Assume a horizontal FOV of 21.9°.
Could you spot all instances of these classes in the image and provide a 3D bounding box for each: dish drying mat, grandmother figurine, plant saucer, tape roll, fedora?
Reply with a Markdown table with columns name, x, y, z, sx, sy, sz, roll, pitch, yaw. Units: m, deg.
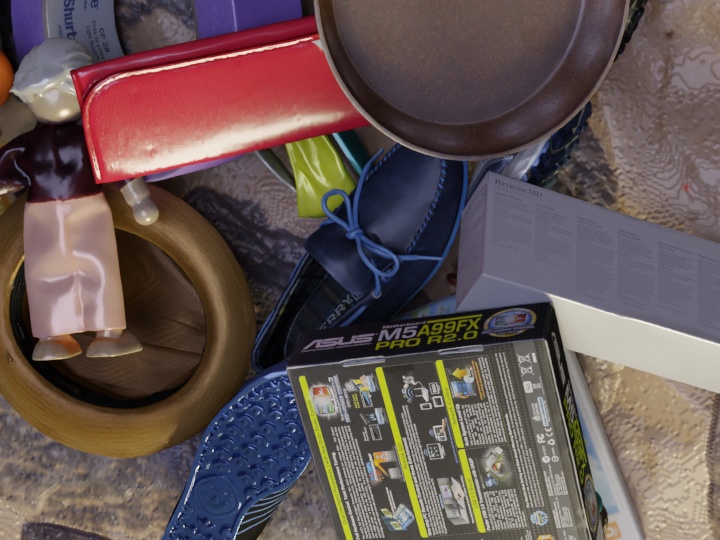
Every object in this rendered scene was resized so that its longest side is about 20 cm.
| name | x | y | z | sx | sy | sz | roll | pitch | yaw |
| --- | --- | --- | --- | --- | --- | --- | --- | --- | --- |
| dish drying mat | -0.067 | -0.105 | 1.106 | 0.199 | 0.018 | 0.077 | -13 | 121 | -6 |
| grandmother figurine | -0.189 | -0.046 | 1.175 | 0.121 | 0.061 | 0.201 | -3 | 94 | -6 |
| plant saucer | 0.063 | -0.166 | 1.090 | 0.199 | 0.034 | 0.201 | -4 | 103 | -19 |
| tape roll | -0.133 | -0.160 | 1.184 | 0.199 | 0.066 | 0.201 | 12 | 110 | 37 |
| fedora | -0.159 | 0.026 | 1.248 | 0.199 | 0.082 | 0.202 | 2 | 99 | 13 |

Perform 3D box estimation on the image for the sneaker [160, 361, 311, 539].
| name | x | y | z | sx | sy | sz | roll | pitch | yaw |
| --- | --- | --- | --- | --- | --- | --- | --- | --- | --- |
| sneaker | -0.075 | 0.128 | 1.227 | 0.070 | 0.078 | 0.200 | 33 | 117 | -1 |

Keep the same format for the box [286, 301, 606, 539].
| name | x | y | z | sx | sy | sz | roll | pitch | yaw |
| --- | --- | --- | --- | --- | --- | --- | --- | --- | --- |
| box | 0.057 | 0.123 | 1.128 | 0.159 | 0.044 | 0.201 | -7 | 116 | 17 |

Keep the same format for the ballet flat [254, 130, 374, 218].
| name | x | y | z | sx | sy | sz | roll | pitch | yaw |
| --- | --- | --- | --- | --- | --- | --- | --- | --- | --- |
| ballet flat | -0.057 | -0.125 | 1.213 | 0.067 | 0.067 | 0.201 | -25 | 94 | 18 |

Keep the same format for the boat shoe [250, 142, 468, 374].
| name | x | y | z | sx | sy | sz | roll | pitch | yaw |
| --- | --- | --- | --- | --- | --- | --- | --- | --- | --- |
| boat shoe | 0.000 | 0.000 | 1.176 | 0.084 | 0.068 | 0.201 | 40 | 113 | 31 |

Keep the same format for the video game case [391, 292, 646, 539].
| name | x | y | z | sx | sy | sz | roll | pitch | yaw |
| --- | --- | --- | --- | --- | --- | --- | --- | --- | --- |
| video game case | 0.071 | 0.119 | 1.239 | 0.181 | 0.022 | 0.201 | -21 | 93 | 15 |

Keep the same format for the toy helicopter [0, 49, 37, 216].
| name | x | y | z | sx | sy | sz | roll | pitch | yaw |
| --- | --- | --- | --- | --- | --- | --- | --- | --- | --- |
| toy helicopter | -0.266 | -0.064 | 1.232 | 0.132 | 0.079 | 0.200 | -33 | 127 | -8 |

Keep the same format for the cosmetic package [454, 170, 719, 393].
| name | x | y | z | sx | sy | sz | roll | pitch | yaw |
| --- | --- | --- | --- | --- | --- | --- | --- | --- | --- |
| cosmetic package | 0.158 | 0.011 | 1.133 | 0.199 | 0.083 | 0.051 | 17 | 142 | -12 |

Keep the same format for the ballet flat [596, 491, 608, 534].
| name | x | y | z | sx | sy | sz | roll | pitch | yaw |
| --- | --- | --- | --- | --- | --- | --- | --- | --- | --- |
| ballet flat | 0.059 | 0.153 | 1.204 | 0.199 | 0.071 | 0.066 | 18 | 117 | 13 |

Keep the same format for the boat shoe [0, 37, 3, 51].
| name | x | y | z | sx | sy | sz | roll | pitch | yaw |
| --- | --- | --- | --- | --- | --- | --- | --- | --- | --- |
| boat shoe | -0.278 | -0.153 | 1.265 | 0.068 | 0.057 | 0.201 | -4 | 115 | -30 |

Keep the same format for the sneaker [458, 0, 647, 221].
| name | x | y | z | sx | sy | sz | roll | pitch | yaw |
| --- | --- | --- | --- | --- | --- | --- | --- | --- | --- |
| sneaker | 0.106 | -0.120 | 1.179 | 0.085 | 0.077 | 0.201 | 30 | 96 | 18 |
